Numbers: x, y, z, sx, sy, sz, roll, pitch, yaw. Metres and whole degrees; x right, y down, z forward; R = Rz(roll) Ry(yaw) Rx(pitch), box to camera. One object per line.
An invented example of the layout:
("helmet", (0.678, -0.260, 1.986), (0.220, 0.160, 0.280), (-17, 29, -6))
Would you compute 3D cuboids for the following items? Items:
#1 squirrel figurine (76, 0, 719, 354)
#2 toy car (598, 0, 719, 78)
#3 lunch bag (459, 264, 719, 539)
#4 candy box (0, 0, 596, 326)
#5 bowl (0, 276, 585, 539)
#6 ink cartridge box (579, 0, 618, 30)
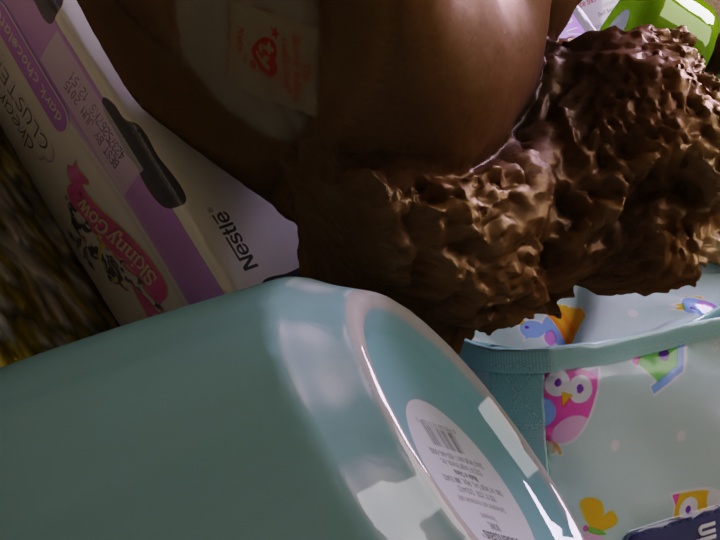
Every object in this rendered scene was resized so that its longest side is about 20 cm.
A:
("squirrel figurine", (0.042, -0.077, 0.708), (0.186, 0.141, 0.201), (-27, 90, -42))
("toy car", (0.161, -0.078, 0.934), (0.164, 0.158, 0.201), (30, 47, -12))
("lunch bag", (0.090, 0.088, 0.796), (0.200, 0.121, 0.172), (-26, 114, -70))
("candy box", (-0.019, -0.065, 0.788), (0.199, 0.072, 0.168), (-21, 71, -36))
("bowl", (-0.007, 0.081, 0.615), (0.201, 0.105, 0.201), (48, 15, -17))
("ink cartridge box", (0.063, -0.079, 1.042), (0.084, 0.146, 0.201), (-17, 83, -39))
